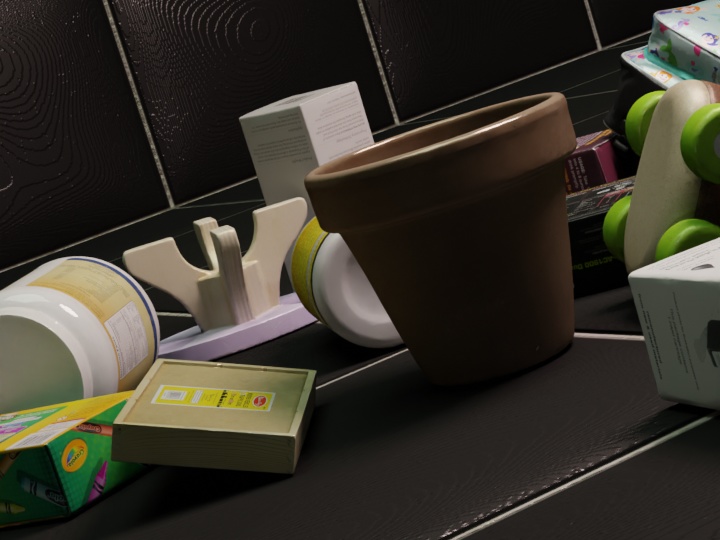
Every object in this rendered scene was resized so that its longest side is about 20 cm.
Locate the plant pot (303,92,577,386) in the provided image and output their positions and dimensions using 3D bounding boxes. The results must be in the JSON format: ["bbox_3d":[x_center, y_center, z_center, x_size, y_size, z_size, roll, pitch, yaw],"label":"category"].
[{"bbox_3d":[0.077,-0.017,1.405,0.199,0.176,0.200,-18,9,3],"label":"plant pot"}]

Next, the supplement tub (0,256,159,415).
[{"bbox_3d":[-0.261,0.075,1.648,0.143,0.146,0.200,-16,8,13],"label":"supplement tub"}]

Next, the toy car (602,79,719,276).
[{"bbox_3d":[0.300,-0.046,1.416,0.198,0.159,0.164,10,8,-10],"label":"toy car"}]

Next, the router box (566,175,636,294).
[{"bbox_3d":[0.190,-0.027,1.623,0.198,0.063,0.150,-15,9,21],"label":"router box"}]

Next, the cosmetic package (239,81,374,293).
[{"bbox_3d":[-0.035,-0.074,1.941,0.085,0.202,0.107,-26,14,-39],"label":"cosmetic package"}]

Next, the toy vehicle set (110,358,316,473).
[{"bbox_3d":[-0.099,0.101,1.382,0.123,0.027,0.200,4,10,2],"label":"toy vehicle set"}]

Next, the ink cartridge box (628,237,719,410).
[{"bbox_3d":[0.263,0.020,1.078,0.143,0.084,0.200,-20,9,-19],"label":"ink cartridge box"}]

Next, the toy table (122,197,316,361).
[{"bbox_3d":[-0.129,0.012,1.877,0.199,0.118,0.184,-20,9,-21],"label":"toy table"}]

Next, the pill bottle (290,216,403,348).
[{"bbox_3d":[0.000,0.000,1.681,0.112,0.113,0.200,-19,8,-9],"label":"pill bottle"}]

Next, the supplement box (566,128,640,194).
[{"bbox_3d":[0.163,-0.065,1.850,0.199,0.086,0.110,-14,9,29],"label":"supplement box"}]

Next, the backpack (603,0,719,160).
[{"bbox_3d":[0.345,-0.161,1.782,0.199,0.152,0.177,-10,38,-41],"label":"backpack"}]

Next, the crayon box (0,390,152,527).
[{"bbox_3d":[-0.261,0.147,1.466,0.199,0.059,0.119,-12,10,35],"label":"crayon box"}]
